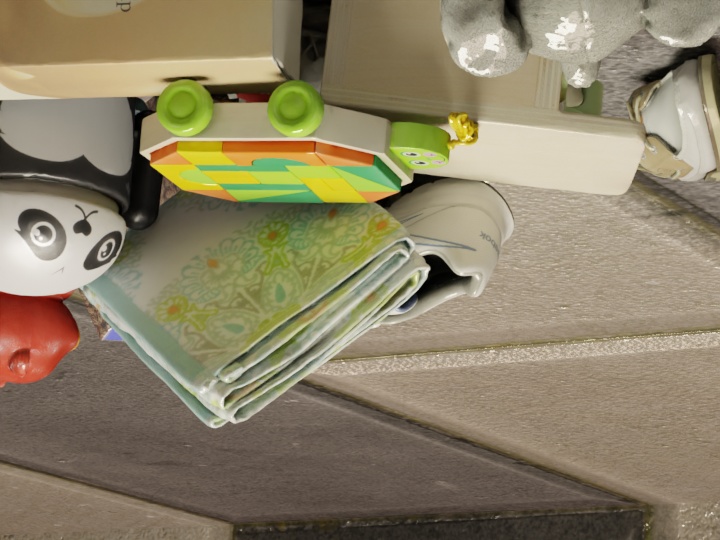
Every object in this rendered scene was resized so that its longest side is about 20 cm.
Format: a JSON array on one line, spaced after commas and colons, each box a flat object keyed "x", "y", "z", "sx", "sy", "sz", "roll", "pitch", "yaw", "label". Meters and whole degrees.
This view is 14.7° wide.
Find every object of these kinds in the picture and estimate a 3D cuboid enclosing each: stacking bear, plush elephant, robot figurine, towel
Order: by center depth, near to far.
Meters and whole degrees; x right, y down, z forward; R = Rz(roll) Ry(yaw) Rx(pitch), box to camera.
[{"x": 0.115, "y": -0.167, "z": 1.449, "sx": 0.164, "sy": 0.155, "sz": 0.200, "roll": 1, "pitch": 167, "yaw": 6, "label": "plush elephant"}, {"x": -0.202, "y": -0.085, "z": 1.750, "sx": 0.150, "sy": 0.201, "sz": 0.125, "roll": 2, "pitch": 166, "yaw": 3, "label": "robot figurine"}, {"x": -0.071, "y": 0.002, "z": 1.758, "sx": 0.200, "sy": 0.171, "sz": 0.048, "roll": 40, "pitch": 163, "yaw": 48, "label": "towel"}, {"x": -0.245, "y": -0.015, "z": 2.047, "sx": 0.113, "sy": 0.201, "sz": 0.121, "roll": 10, "pitch": 165, "yaw": -29, "label": "stacking bear"}]

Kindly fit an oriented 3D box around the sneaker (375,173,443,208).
[{"x": 0.005, "y": -0.018, "z": 1.884, "sx": 0.098, "sy": 0.071, "sz": 0.201, "roll": 19, "pitch": 133, "yaw": -14, "label": "sneaker"}]

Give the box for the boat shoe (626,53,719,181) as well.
[{"x": 0.217, "y": -0.096, "z": 1.909, "sx": 0.068, "sy": 0.075, "sz": 0.200, "roll": -5, "pitch": 167, "yaw": 6, "label": "boat shoe"}]

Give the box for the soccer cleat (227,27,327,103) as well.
[{"x": -0.025, "y": -0.132, "z": 1.832, "sx": 0.085, "sy": 0.069, "sz": 0.200, "roll": -13, "pitch": 165, "yaw": 22, "label": "soccer cleat"}]

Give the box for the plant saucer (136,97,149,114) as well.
[{"x": -0.210, "y": -0.076, "z": 1.914, "sx": 0.070, "sy": 0.019, "sz": 0.200, "roll": 21, "pitch": 146, "yaw": -18, "label": "plant saucer"}]

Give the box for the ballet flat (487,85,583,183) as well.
[{"x": 0.077, "y": -0.081, "z": 1.906, "sx": 0.069, "sy": 0.070, "sz": 0.200, "roll": 13, "pitch": 138, "yaw": -39, "label": "ballet flat"}]

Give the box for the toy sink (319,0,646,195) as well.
[{"x": 0.078, "y": -0.126, "z": 1.727, "sx": 0.199, "sy": 0.112, "sz": 0.130, "roll": 7, "pitch": 167, "yaw": 1, "label": "toy sink"}]

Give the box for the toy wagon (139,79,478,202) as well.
[{"x": -0.028, "y": -0.073, "z": 1.665, "sx": 0.199, "sy": 0.040, "sz": 0.155, "roll": 2, "pitch": 167, "yaw": 17, "label": "toy wagon"}]

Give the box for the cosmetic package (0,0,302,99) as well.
[{"x": -0.137, "y": -0.159, "z": 1.641, "sx": 0.199, "sy": 0.106, "sz": 0.071, "roll": -2, "pitch": 167, "yaw": 11, "label": "cosmetic package"}]

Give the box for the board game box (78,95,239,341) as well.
[{"x": -0.084, "y": -0.034, "z": 1.975, "sx": 0.200, "sy": 0.097, "sz": 0.160, "roll": 4, "pitch": 134, "yaw": -38, "label": "board game box"}]

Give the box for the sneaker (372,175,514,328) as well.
[{"x": 0.000, "y": 0.000, "z": 1.792, "sx": 0.199, "sy": 0.087, "sz": 0.075, "roll": -19, "pitch": 121, "yaw": 23, "label": "sneaker"}]

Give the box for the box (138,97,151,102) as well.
[{"x": -0.161, "y": -0.134, "z": 1.883, "sx": 0.039, "sy": 0.042, "sz": 0.200, "roll": 8, "pitch": 166, "yaw": -22, "label": "box"}]
